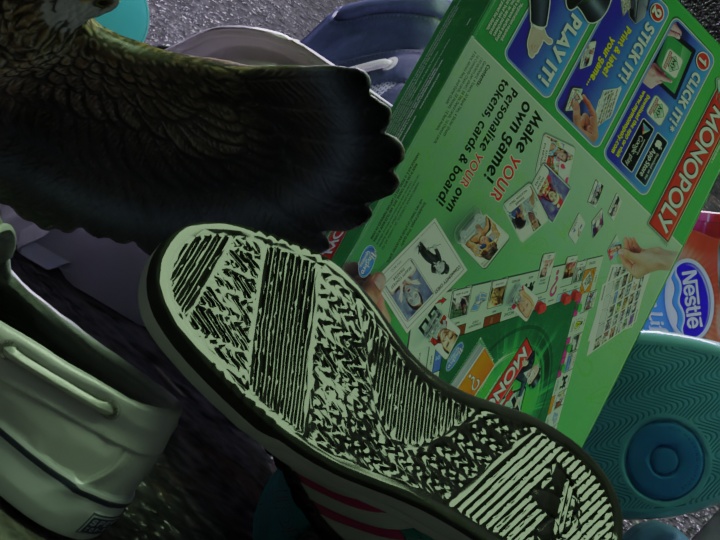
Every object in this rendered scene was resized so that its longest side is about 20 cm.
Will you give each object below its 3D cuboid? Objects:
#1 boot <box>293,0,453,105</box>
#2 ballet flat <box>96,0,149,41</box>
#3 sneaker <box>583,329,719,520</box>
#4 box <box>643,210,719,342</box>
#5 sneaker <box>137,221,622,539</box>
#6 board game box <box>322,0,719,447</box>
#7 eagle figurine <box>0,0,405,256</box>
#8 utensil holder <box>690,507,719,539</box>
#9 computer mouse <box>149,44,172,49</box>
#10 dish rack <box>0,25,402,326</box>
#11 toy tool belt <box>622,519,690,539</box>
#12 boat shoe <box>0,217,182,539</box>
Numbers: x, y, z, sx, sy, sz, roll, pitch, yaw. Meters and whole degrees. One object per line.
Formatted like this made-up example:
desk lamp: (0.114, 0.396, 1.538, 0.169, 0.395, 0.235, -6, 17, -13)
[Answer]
boot: (-0.032, -0.055, 1.044, 0.073, 0.200, 0.091, 38, 55, -36)
ballet flat: (-0.186, -0.175, 1.300, 0.069, 0.069, 0.200, 48, 3, 34)
sneaker: (0.091, 0.071, 1.025, 0.131, 0.199, 0.080, 12, 70, -75)
box: (0.163, 0.034, 1.157, 0.095, 0.100, 0.200, 8, -6, 24)
sneaker: (-0.016, 0.064, 0.869, 0.200, 0.121, 0.084, 36, 53, -18)
board game box: (0.069, -0.033, 0.930, 0.135, 0.200, 0.029, 43, -26, -28)
eagle figurine: (-0.092, -0.087, 0.837, 0.200, 0.152, 0.151, 6, 23, -26)
utensil holder: (0.240, 0.145, 1.103, 0.170, 0.200, 0.170, 36, 13, -10)
computer mouse: (-0.081, -0.071, 1.224, 0.140, 0.046, 0.200, 26, -5, -27)
dish rack: (-0.048, -0.016, 0.976, 0.171, 0.200, 0.044, 32, 57, -32)
toy tool belt: (0.107, 0.146, 0.922, 0.123, 0.125, 0.200, 46, 12, -7)
boat shoe: (-0.145, 0.004, 0.833, 0.200, 0.065, 0.074, 40, 14, 3)
